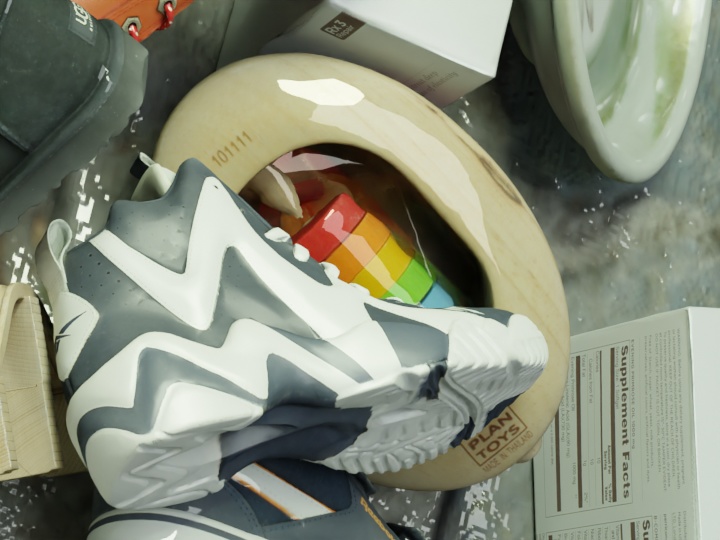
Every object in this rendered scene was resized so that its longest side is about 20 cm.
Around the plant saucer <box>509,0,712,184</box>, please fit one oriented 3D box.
[{"bbox_3d":[0.100,-0.138,1.244,0.200,0.050,0.201,4,90,-67],"label":"plant saucer"}]

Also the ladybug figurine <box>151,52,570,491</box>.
[{"bbox_3d":[0.000,0.000,1.152,0.136,0.072,0.200,-39,103,4],"label":"ladybug figurine"}]

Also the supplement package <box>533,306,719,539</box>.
[{"bbox_3d":[0.184,0.105,1.246,0.199,0.111,0.156,5,78,-33],"label":"supplement package"}]

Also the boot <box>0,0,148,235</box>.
[{"bbox_3d":[-0.194,-0.074,0.961,0.200,0.165,0.066,37,18,-33],"label":"boot"}]

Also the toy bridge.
[{"bbox_3d":[-0.120,0.039,1.027,0.027,0.200,0.067,-10,86,4],"label":"toy bridge"}]

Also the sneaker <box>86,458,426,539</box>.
[{"bbox_3d":[-0.017,0.106,1.126,0.200,0.078,0.080,32,51,-39],"label":"sneaker"}]

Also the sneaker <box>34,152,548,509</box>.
[{"bbox_3d":[-0.031,0.008,1.075,0.199,0.080,0.130,-12,62,-31],"label":"sneaker"}]

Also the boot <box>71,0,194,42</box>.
[{"bbox_3d":[-0.078,-0.111,1.061,0.199,0.075,0.108,5,86,-13],"label":"boot"}]

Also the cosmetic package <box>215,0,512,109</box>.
[{"bbox_3d":[0.018,-0.163,1.185,0.081,0.113,0.201,20,71,-21],"label":"cosmetic package"}]
